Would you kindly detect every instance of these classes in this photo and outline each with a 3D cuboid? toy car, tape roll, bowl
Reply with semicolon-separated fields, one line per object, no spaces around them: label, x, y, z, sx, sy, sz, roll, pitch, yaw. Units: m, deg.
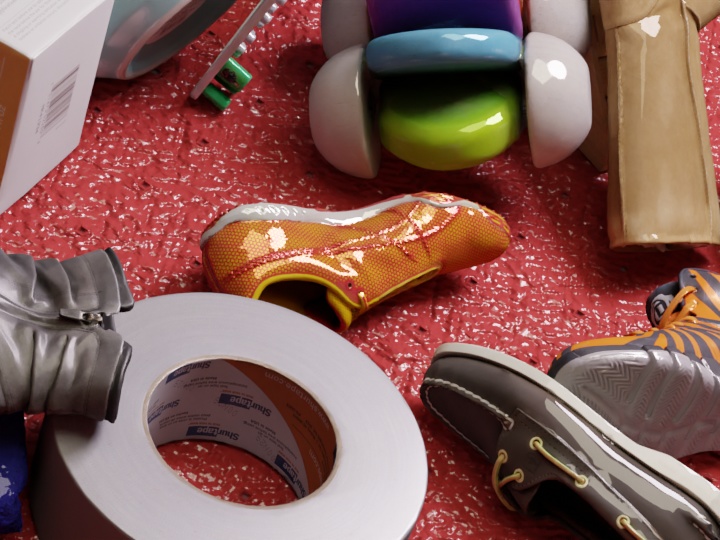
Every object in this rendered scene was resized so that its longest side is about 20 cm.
toy car;0.055;-0.156;1.439;0.174;0.151;0.201;-2;43;8
tape roll;-0.068;0.104;1.194;0.199;0.066;0.201;12;42;-11
bowl;-0.135;-0.193;1.421;0.105;0.201;0.201;50;44;2

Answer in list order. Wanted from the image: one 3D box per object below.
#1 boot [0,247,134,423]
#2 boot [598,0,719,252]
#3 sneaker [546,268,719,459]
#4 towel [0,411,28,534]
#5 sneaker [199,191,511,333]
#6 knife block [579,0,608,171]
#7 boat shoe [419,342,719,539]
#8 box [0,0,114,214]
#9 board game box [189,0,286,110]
boot;-0.187;-0.001;1.174;0.131;0.070;0.201;-4;58;-15
boot;0.210;-0.113;1.494;0.174;0.066;0.202;-1;83;-41
sneaker;0.177;0.052;1.358;0.199;0.078;0.112;10;34;-33
towel;-0.269;0.070;1.162;0.198;0.050;0.148;6;46;-15
sneaker;0.000;0.000;1.352;0.199;0.073;0.078;-8;70;-25
knife block;0.124;-0.168;1.594;0.064;0.202;0.175;-15;7;-34
boat shoe;0.109;0.109;1.260;0.200;0.072;0.061;30;63;22
box;-0.258;-0.143;1.339;0.199;0.125;0.098;29;41;10
board game box;-0.016;-0.211;1.469;0.026;0.200;0.200;38;40;-7
